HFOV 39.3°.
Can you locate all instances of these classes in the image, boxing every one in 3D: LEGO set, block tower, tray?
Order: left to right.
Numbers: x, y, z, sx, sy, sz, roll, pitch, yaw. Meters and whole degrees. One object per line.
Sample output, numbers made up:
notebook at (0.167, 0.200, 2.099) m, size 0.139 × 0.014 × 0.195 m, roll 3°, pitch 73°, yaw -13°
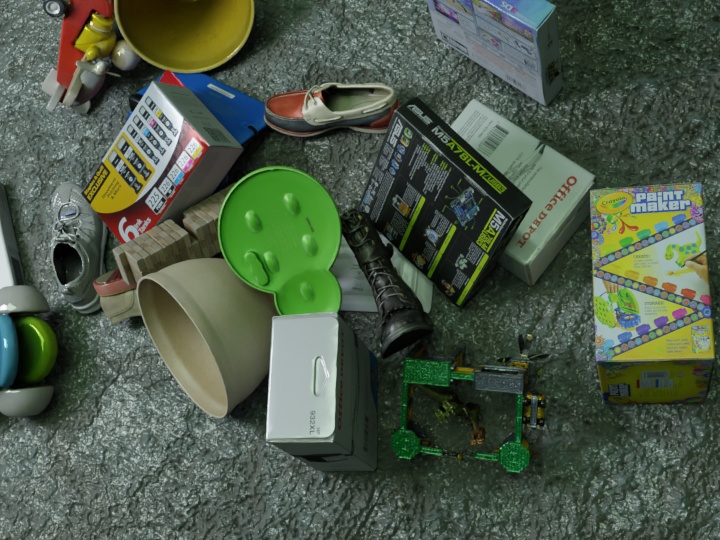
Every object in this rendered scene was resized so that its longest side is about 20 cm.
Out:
block tower at (-0.228, -0.044, 1.351) m, size 0.199 × 0.055 × 0.058 m, roll -32°, pitch 41°, yaw -25°
tray at (0.000, 0.000, 1.336) m, size 0.197 × 0.022 × 0.109 m, roll 1°, pitch 72°, yaw 16°
LEGO set at (0.132, 0.156, 1.215) m, size 0.197 × 0.116 × 0.156 m, roll -4°, pitch 99°, yaw 18°

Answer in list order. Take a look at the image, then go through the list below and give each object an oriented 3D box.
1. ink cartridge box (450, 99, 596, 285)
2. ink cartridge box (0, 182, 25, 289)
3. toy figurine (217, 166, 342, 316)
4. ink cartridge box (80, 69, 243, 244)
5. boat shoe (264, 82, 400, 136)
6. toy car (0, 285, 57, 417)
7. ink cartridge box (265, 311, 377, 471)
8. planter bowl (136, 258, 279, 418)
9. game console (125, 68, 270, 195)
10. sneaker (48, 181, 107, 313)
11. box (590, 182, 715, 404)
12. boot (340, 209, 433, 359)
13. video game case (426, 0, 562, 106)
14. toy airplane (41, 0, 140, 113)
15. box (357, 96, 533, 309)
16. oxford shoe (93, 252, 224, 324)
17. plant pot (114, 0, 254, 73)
ink cartridge box at (0.182, -0.099, 1.286) m, size 0.199 × 0.083 × 0.147 m, roll 38°, pitch 84°, yaw 25°
ink cartridge box at (-0.597, -0.019, 1.498) m, size 0.172 × 0.044 × 0.202 m, roll -24°, pitch 67°, yaw 7°
toy figurine at (-0.076, -0.039, 1.272) m, size 0.149 × 0.184 × 0.202 m, roll -24°, pitch 97°, yaw 9°
ink cartridge box at (-0.287, -0.151, 1.388) m, size 0.176 × 0.084 × 0.201 m, roll 46°, pitch 112°, yaw 18°
boat shoe at (-0.042, -0.229, 1.398) m, size 0.197 × 0.063 × 0.072 m, roll 4°, pitch 65°, yaw 12°
toy car at (-0.512, 0.111, 1.354) m, size 0.197 × 0.150 × 0.178 m, roll -4°, pitch 85°, yaw 14°
ink cartridge box at (-0.041, 0.149, 1.194) m, size 0.082 × 0.200 × 0.147 m, roll -4°, pitch 69°, yaw 14°
planter bowl at (-0.174, 0.066, 1.284) m, size 0.134 × 0.201 × 0.200 m, roll -31°, pitch 62°, yaw -28°
game console at (-0.242, -0.185, 1.473) m, size 0.198 × 0.119 × 0.171 m, roll 28°, pitch 49°, yaw 22°
sneaker at (-0.404, -0.044, 1.431) m, size 0.074 × 0.082 × 0.202 m, roll -21°, pitch 66°, yaw 7°
box at (0.326, 0.033, 1.134) m, size 0.120 × 0.200 × 0.195 m, roll -3°, pitch 69°, yaw 15°
boot at (0.020, 0.009, 1.212) m, size 0.069 × 0.200 × 0.176 m, roll -28°, pitch 88°, yaw 6°
video game case at (0.171, -0.323, 1.317) m, size 0.199 × 0.181 × 0.046 m, roll 38°, pitch 83°, yaw 24°
toy airplane at (-0.398, -0.317, 1.493) m, size 0.139 × 0.199 × 0.203 m, roll 11°, pitch 82°, yaw -10°
box at (0.095, -0.078, 1.227) m, size 0.193 × 0.201 × 0.047 m, roll 42°, pitch 56°, yaw 14°
oxford shoe at (-0.261, 0.023, 1.388) m, size 0.197 × 0.071 × 0.076 m, roll -11°, pitch 111°, yaw 1°
plant pot at (-0.259, -0.415, 1.484) m, size 0.198 × 0.201 × 0.143 m, roll -22°, pitch 40°, yaw 7°
